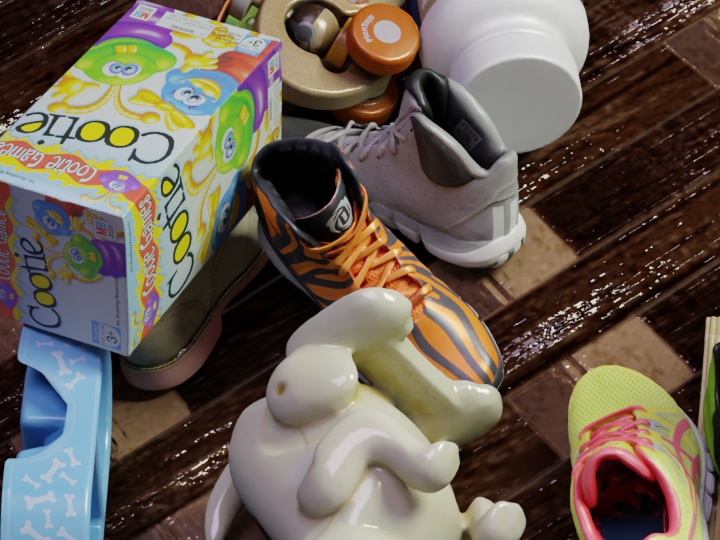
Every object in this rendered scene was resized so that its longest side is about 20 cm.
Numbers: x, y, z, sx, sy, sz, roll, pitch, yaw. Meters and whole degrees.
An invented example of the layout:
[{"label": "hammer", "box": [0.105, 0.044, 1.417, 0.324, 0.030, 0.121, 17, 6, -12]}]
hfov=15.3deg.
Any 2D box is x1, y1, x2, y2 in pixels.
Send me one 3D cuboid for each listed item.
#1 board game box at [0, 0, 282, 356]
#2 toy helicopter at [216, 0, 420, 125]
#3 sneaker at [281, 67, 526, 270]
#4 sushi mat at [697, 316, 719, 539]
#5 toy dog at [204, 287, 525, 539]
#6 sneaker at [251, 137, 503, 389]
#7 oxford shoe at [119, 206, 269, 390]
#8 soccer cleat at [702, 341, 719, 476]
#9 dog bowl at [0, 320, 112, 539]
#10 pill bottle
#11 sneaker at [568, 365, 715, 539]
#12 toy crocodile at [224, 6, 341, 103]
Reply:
[{"label": "board game box", "box": [-0.134, -0.058, 1.578, 0.103, 0.105, 0.200, 17, 41, 19]}, {"label": "toy helicopter", "box": [-0.036, -0.192, 1.740, 0.132, 0.079, 0.201, 5, 59, -11]}, {"label": "sneaker", "box": [0.015, -0.085, 1.647, 0.199, 0.116, 0.075, 20, 45, 20]}, {"label": "sushi mat", "box": [0.235, 0.100, 1.494, 0.095, 0.012, 0.200, -1, 47, 15]}, {"label": "toy dog", "box": [-0.010, 0.138, 1.446, 0.193, 0.140, 0.200, -20, 43, 15]}, {"label": "sneaker", "box": [0.000, 0.000, 1.566, 0.200, 0.112, 0.078, 41, 77, 22]}, {"label": "oxford shoe", "box": [-0.102, -0.021, 1.667, 0.071, 0.074, 0.200, 1, 46, 21]}, {"label": "soccer cleat", "box": [0.227, 0.119, 1.412, 0.067, 0.081, 0.200, -19, 46, -4]}, {"label": "dog bowl", "box": [-0.173, 0.116, 1.536, 0.049, 0.112, 0.200, 0, 46, -1]}, {"label": "pill bottle", "box": [0.088, -0.171, 1.731, 0.111, 0.111, 0.200, -13, 44, 4]}, {"label": "sneaker", "box": [0.147, 0.112, 1.443, 0.078, 0.090, 0.200, -27, 39, 11]}, {"label": "toy crocodile", "box": [-0.084, -0.118, 1.763, 0.200, 0.068, 0.062, -37, 51, -17]}]
